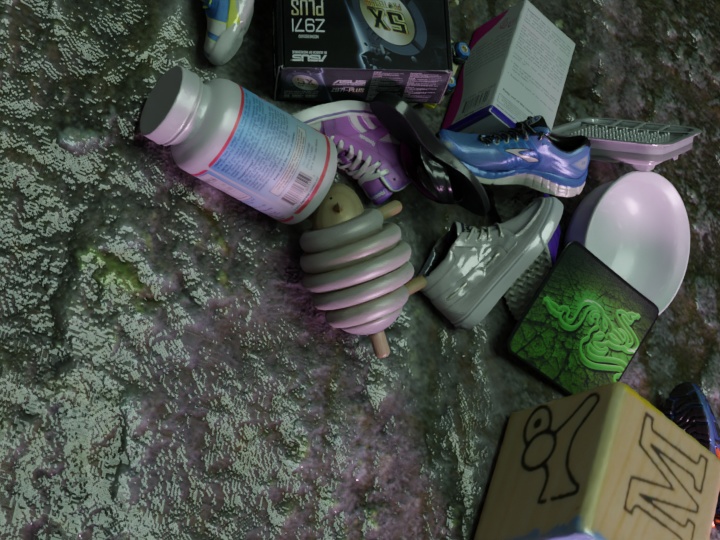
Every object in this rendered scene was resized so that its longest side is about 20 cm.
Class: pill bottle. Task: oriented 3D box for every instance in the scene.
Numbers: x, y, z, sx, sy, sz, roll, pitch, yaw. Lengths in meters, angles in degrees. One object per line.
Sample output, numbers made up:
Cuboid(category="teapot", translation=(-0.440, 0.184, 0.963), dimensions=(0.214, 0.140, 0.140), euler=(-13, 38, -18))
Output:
Cuboid(category="pill bottle", translation=(-0.131, -0.137, 1.583), dimensions=(0.200, 0.109, 0.109), euler=(28, 57, -29))

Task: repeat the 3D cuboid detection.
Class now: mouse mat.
Cuboid(category="mouse mat", translation=(0.280, 0.072, 1.842), dimensions=(0.200, 0.008, 0.161), euler=(34, 86, -36))

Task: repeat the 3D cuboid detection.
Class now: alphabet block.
Cuboid(category="alphabet block", translation=(0.274, 0.276, 1.705), dimensions=(0.196, 0.195, 0.200), euler=(39, 54, -24))

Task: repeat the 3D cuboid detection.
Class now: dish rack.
Cuboid(category="dish rack", translation=(0.345, -0.166, 1.946), dimensions=(0.200, 0.171, 0.044), euler=(-21, 118, -61))

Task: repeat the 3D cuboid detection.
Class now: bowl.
Cuboid(category="bowl", translation=(0.330, -0.032, 1.918), dimensions=(0.201, 0.090, 0.201), euler=(-5, 99, -37))

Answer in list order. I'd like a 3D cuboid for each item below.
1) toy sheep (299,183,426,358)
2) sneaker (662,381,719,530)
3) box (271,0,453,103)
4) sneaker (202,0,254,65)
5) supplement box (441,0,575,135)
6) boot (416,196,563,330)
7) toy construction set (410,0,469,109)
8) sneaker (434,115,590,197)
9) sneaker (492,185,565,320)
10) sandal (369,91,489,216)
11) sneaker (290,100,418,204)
Cuboid(category="toy sheep", translation=(0.000, 0.000, 1.629), dimensions=(0.138, 0.138, 0.200), euler=(-26, 97, -42))
Cuboid(category="sneaker", translation=(0.459, 0.242, 1.961), dimensions=(0.078, 0.075, 0.200), euler=(-23, 96, -51))
Cuboid(category="box", translation=(-0.002, -0.285, 1.706), dimensions=(0.200, 0.086, 0.164), euler=(1, 70, -8))
Cuboid(category="sneaker", translation=(-0.165, -0.329, 1.669), dimensions=(0.105, 0.076, 0.200), euler=(18, 68, -2))
Cuboid(category="supplement box", translation=(0.189, -0.232, 1.891), dimensions=(0.103, 0.101, 0.200), euler=(35, 54, -25))
Cuboid(category="boot", translation=(0.152, -0.032, 1.763), dimensions=(0.096, 0.074, 0.200), euler=(42, 79, -15))
Cuboid(category="toy construction set", translation=(0.070, -0.276, 1.824), dimensions=(0.131, 0.092, 0.200), euler=(41, 63, -20))
Cuboid(category="sneaker", translation=(0.184, -0.151, 1.774), dimensions=(0.200, 0.089, 0.079), euler=(7, 30, -17))
Cuboid(category="sneaker", translation=(0.228, -0.026, 1.866), dimensions=(0.099, 0.070, 0.200), euler=(8, 74, -55))
Cuboid(category="sandal", translation=(0.073, -0.124, 1.715), dimensions=(0.200, 0.075, 0.048), euler=(45, 71, -26))
Cuboid(category="sneaker", translation=(-0.005, -0.134, 1.713), dimensions=(0.200, 0.073, 0.114), euler=(-3, 78, -40))
